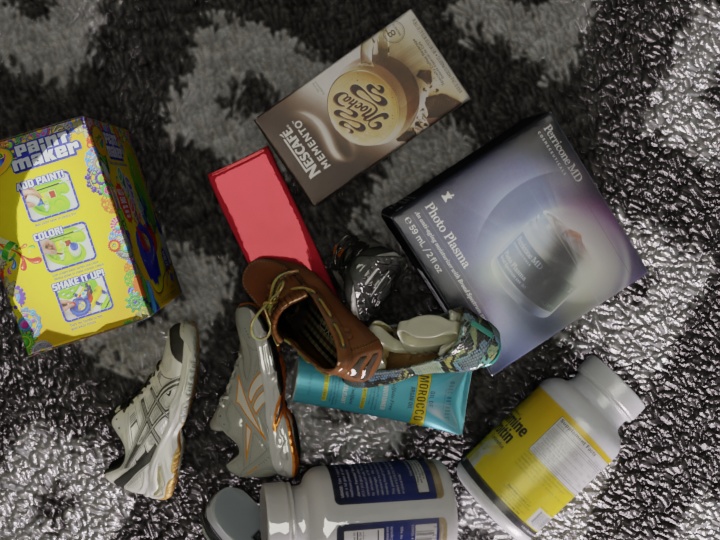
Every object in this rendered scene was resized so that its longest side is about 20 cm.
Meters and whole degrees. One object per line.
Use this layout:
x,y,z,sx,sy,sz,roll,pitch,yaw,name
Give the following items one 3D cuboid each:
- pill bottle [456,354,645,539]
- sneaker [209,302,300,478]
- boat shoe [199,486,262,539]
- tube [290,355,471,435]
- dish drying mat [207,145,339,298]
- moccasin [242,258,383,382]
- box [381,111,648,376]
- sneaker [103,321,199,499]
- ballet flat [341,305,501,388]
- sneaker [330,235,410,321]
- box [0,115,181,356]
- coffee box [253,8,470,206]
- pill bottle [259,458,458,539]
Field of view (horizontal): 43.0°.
0.210,0.190,0.999,0.200,0.112,0.112,-44,95,1,pill bottle
-0.126,0.137,1.001,0.092,0.076,0.201,-10,94,3,sneaker
-0.108,0.333,1.009,0.199,0.074,0.068,46,136,4,boat shoe
0.024,0.134,1.023,0.199,0.050,0.078,8,100,-8,tube
-0.094,-0.031,1.014,0.077,0.018,0.201,-25,95,0,dish drying mat
-0.064,0.047,0.930,0.078,0.201,0.074,8,118,-45,moccasin
0.159,-0.032,0.974,0.198,0.123,0.200,-34,96,-1,box
-0.228,0.149,0.994,0.087,0.076,0.201,13,94,-4,sneaker
0.045,0.073,0.923,0.200,0.074,0.074,-17,97,35,ballet flat
0.000,0.000,0.933,0.079,0.200,0.074,37,91,4,sneaker
-0.278,-0.038,0.913,0.122,0.200,0.193,-18,96,-1,box
0.000,-0.169,0.975,0.200,0.080,0.113,-35,96,0,coffee box
-0.005,0.264,0.982,0.199,0.111,0.112,0,95,-13,pill bottle
